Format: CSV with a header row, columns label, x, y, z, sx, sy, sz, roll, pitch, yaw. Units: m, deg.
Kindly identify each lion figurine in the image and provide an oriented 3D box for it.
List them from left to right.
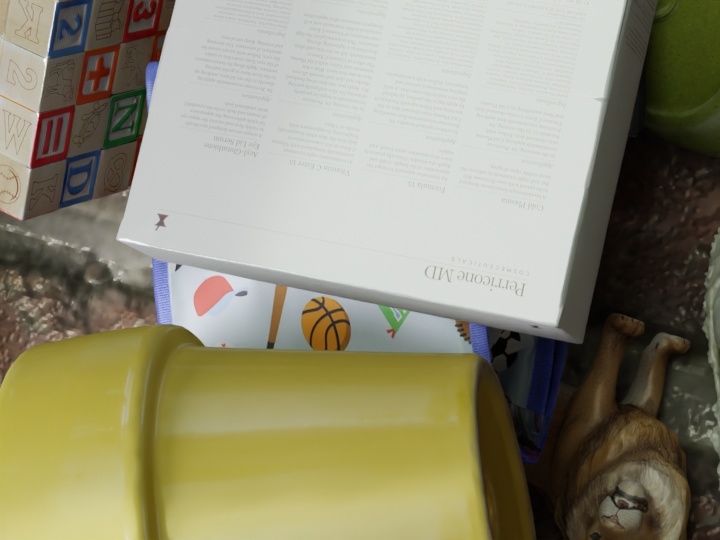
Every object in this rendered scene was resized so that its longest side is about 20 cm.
label,x,y,z,sx,sy,sz,roll,pitch,yaw
lion figurine,0.079,0.072,1.215,0.199,0.072,0.123,19,89,41

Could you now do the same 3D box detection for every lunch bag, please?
label,x,y,z,sx,sy,sz,roll,pitch,yaw
lunch bag,0.000,0.000,1.169,0.169,0.124,0.202,-10,73,26

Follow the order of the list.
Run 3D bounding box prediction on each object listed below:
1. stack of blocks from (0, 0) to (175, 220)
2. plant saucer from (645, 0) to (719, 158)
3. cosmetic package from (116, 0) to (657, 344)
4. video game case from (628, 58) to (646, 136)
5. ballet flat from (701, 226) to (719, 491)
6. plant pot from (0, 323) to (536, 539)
label,x,y,z,sx,sy,sz,roll,pitch,yaw
stack of blocks,-0.138,-0.137,1.292,0.058,0.115,0.201,25,116,27
plant saucer,0.141,-0.145,1.193,0.031,0.201,0.201,-17,59,-28
cosmetic package,0.011,-0.063,1.083,0.199,0.052,0.152,11,81,20
video game case,0.037,-0.142,1.207,0.199,0.019,0.144,7,113,20
ballet flat,0.189,0.056,1.167,0.071,0.072,0.202,-10,69,20
plant pot,-0.030,0.112,1.048,0.187,0.201,0.202,-11,69,11
